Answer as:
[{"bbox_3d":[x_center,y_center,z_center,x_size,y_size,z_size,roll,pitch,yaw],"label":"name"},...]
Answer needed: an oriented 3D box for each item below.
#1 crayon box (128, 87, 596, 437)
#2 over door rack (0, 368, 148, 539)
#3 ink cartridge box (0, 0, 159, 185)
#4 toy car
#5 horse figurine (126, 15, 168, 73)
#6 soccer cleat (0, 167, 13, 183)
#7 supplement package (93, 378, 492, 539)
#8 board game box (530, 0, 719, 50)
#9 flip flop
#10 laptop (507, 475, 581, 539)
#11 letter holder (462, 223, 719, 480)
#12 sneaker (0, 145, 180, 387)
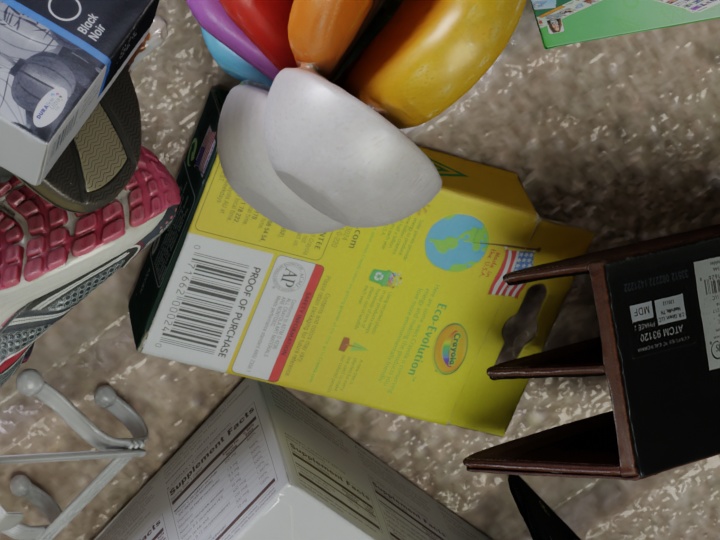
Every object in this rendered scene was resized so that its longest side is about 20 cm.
[{"bbox_3d":[0.000,0.000,1.230,0.199,0.051,0.128,15,114,-20],"label":"crayon box"},{"bbox_3d":[-0.192,0.122,1.186,0.067,0.200,0.148,45,105,6],"label":"over door rack"},{"bbox_3d":[-0.191,-0.127,1.041,0.199,0.100,0.039,30,148,2],"label":"ink cartridge box"},{"bbox_3d":[-0.009,-0.119,1.080,0.150,0.200,0.176,36,80,-13],"label":"toy car"},{"bbox_3d":[-0.137,-0.183,1.096,0.133,0.050,0.200,-45,123,8],"label":"horse figurine"},{"bbox_3d":[-0.206,-0.083,1.129,0.198,0.068,0.074,-1,113,-11],"label":"soccer cleat"},{"bbox_3d":[-0.025,0.181,1.291,0.200,0.111,0.156,37,105,-27],"label":"supplement package"},{"bbox_3d":[0.158,-0.179,1.123,0.198,0.029,0.135,-8,120,23],"label":"board game box"},{"bbox_3d":[-0.177,-0.094,1.089,0.199,0.081,0.058,35,142,10],"label":"flip flop"},{"bbox_3d":[0.190,0.184,1.304,0.103,0.178,0.200,-39,120,9],"label":"laptop"},{"bbox_3d":[0.152,0.032,1.233,0.199,0.142,0.101,-12,94,-37],"label":"letter holder"},{"bbox_3d":[-0.168,0.008,1.187,0.199,0.081,0.075,-32,138,14],"label":"sneaker"}]
